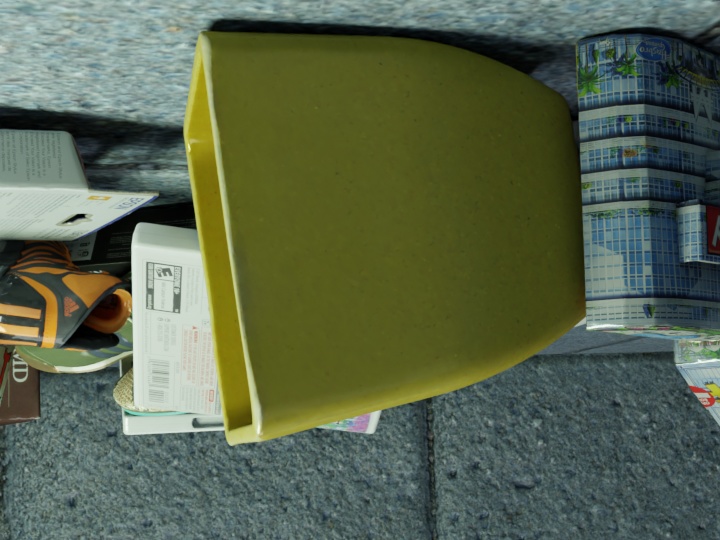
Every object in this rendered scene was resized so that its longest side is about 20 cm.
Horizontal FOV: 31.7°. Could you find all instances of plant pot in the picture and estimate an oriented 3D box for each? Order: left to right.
[{"bbox_3d":[0.017,-0.017,0.697,0.198,0.197,0.194,-7,173,-11],"label":"plant pot"}]

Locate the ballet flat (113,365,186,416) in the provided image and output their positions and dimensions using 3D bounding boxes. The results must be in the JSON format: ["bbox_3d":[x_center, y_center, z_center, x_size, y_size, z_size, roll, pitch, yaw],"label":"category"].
[{"bbox_3d":[-0.090,0.067,0.975,0.198,0.068,0.076,0,127,-10],"label":"ballet flat"}]

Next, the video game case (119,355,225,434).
[{"bbox_3d":[-0.097,0.098,1.051,0.198,0.018,0.143,-1,-164,-12],"label":"video game case"}]

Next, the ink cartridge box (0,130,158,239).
[{"bbox_3d":[-0.254,-0.052,0.809,0.198,0.044,0.196,-1,174,-29],"label":"ink cartridge box"}]

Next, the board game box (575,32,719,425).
[{"bbox_3d":[0.197,-0.014,0.698,0.061,0.202,0.199,-8,171,40],"label":"board game box"}]

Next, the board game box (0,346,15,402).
[{"bbox_3d":[-0.310,0.034,0.918,0.029,0.135,0.200,-38,-160,3],"label":"board game box"}]

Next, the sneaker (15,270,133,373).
[{"bbox_3d":[-0.190,0.031,1.018,0.198,0.068,0.090,-3,150,5],"label":"sneaker"}]

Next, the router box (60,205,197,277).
[{"bbox_3d":[-0.158,0.009,1.095,0.198,0.053,0.157,-5,150,21],"label":"router box"}]

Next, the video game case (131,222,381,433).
[{"bbox_3d":[-0.064,0.046,0.865,0.180,0.024,0.201,7,143,-5],"label":"video game case"}]

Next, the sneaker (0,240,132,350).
[{"bbox_3d":[-0.227,0.015,0.962,0.111,0.078,0.200,10,-157,-7],"label":"sneaker"}]

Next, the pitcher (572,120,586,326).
[{"bbox_3d":[0.168,-0.040,0.877,0.170,0.122,0.200,-16,164,-12],"label":"pitcher"}]

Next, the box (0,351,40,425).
[{"bbox_3d":[-0.427,0.067,1.212,0.199,0.168,0.164,2,170,-32],"label":"box"}]
